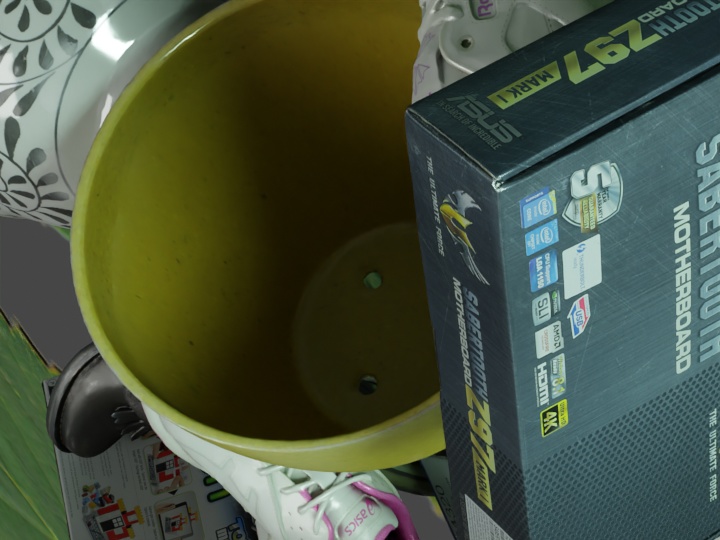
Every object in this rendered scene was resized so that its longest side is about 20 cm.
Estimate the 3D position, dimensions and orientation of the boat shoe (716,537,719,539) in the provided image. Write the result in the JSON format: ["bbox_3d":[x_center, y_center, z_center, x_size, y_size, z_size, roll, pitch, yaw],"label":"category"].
[{"bbox_3d":[0.147,0.144,0.922,0.199,0.072,0.068,-15,142,40],"label":"boat shoe"}]

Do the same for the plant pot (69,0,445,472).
[{"bbox_3d":[0.000,0.000,0.992,0.200,0.200,0.142,50,178,28],"label":"plant pot"}]

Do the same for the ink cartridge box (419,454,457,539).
[{"bbox_3d":[0.118,0.163,1.082,0.197,0.043,0.200,65,161,-11],"label":"ink cartridge box"}]

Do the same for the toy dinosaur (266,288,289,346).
[{"bbox_3d":[-0.029,-0.022,1.154,0.102,0.058,0.200,63,-175,-2],"label":"toy dinosaur"}]

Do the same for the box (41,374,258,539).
[{"bbox_3d":[-0.113,0.129,1.386,0.035,0.109,0.201,71,-178,-47],"label":"box"}]

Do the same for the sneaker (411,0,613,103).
[{"bbox_3d":[0.048,-0.101,0.839,0.201,0.099,0.075,59,162,17],"label":"sneaker"}]

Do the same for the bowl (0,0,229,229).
[{"bbox_3d":[-0.092,-0.089,1.046,0.094,0.200,0.202,39,149,38],"label":"bowl"}]

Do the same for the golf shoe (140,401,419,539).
[{"bbox_3d":[-0.027,0.086,1.102,0.200,0.075,0.091,52,161,-28],"label":"golf shoe"}]

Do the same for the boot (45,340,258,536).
[{"bbox_3d":[-0.074,0.096,1.317,0.200,0.069,0.175,-44,70,32],"label":"boot"}]

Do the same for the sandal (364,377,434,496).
[{"bbox_3d":[-0.028,0.045,1.199,0.201,0.057,0.080,39,179,-7],"label":"sandal"}]

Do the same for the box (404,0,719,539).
[{"bbox_3d":[0.099,0.004,0.769,0.051,0.157,0.201,41,150,41],"label":"box"}]
